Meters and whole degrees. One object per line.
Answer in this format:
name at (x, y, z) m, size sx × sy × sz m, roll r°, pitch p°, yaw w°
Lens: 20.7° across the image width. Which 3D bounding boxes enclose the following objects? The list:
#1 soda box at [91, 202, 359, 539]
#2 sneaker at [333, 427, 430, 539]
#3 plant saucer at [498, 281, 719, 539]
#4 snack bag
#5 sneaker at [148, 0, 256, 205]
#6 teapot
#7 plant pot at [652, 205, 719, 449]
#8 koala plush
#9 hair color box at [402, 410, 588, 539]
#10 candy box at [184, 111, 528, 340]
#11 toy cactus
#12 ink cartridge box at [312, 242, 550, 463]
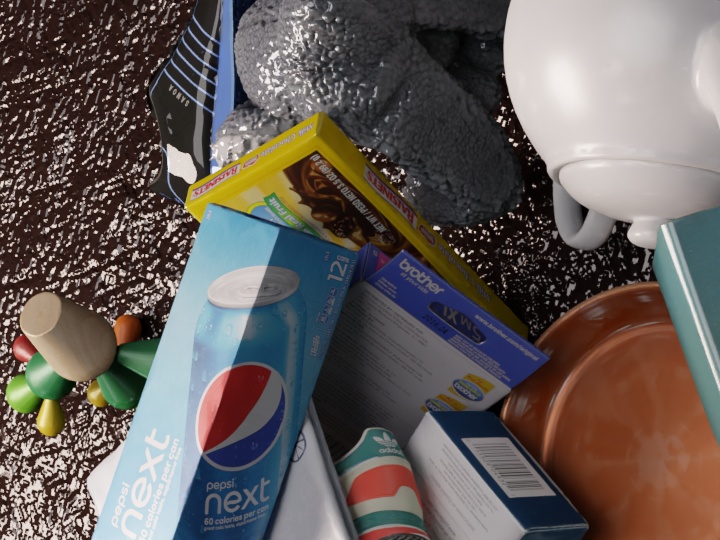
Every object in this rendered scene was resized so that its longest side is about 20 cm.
soda box at (-0.074, 0.070, 1.079) m, size 0.068 × 0.064 × 0.200 m, roll 20°, pitch 92°, yaw 47°
sneaker at (-0.035, 0.160, 1.142) m, size 0.200 × 0.070 × 0.094 m, roll -37°, pitch 48°, yaw 38°
plant saucer at (0.168, 0.107, 1.112) m, size 0.200 × 0.032 × 0.201 m, roll -6°, pitch 79°, yaw 33°
snack bag at (-0.088, 0.138, 1.136) m, size 0.200 × 0.021 × 0.189 m, roll -43°, pitch 51°, yaw 31°
sneaker at (-0.100, -0.140, 1.304) m, size 0.078 × 0.070 × 0.200 m, roll 4°, pitch 86°, yaw 29°
teapot at (0.161, -0.083, 1.048) m, size 0.197 × 0.200 × 0.146 m, roll 4°, pitch 81°, yaw 29°
plant pot at (0.242, 0.064, 0.985) m, size 0.141 × 0.141 × 0.200 m, roll -15°, pitch 80°, yaw 5°
koala plush at (-0.009, -0.134, 1.194) m, size 0.200 × 0.184 × 0.178 m, roll 5°, pitch 75°, yaw 54°
hair color box at (0.037, 0.187, 1.147) m, size 0.100 × 0.060 × 0.200 m, roll 50°, pitch 121°, yaw 35°
candy box at (0.000, 0.000, 1.155) m, size 0.102 × 0.200 × 0.026 m, roll -26°, pitch 34°, yaw 31°
toy cactus at (-0.155, 0.055, 1.266) m, size 0.200 × 0.165 × 0.102 m, roll 6°, pitch 67°, yaw 30°
ink cartridge box at (0.003, 0.061, 1.164) m, size 0.200 × 0.119 × 0.042 m, roll -38°, pitch 26°, yaw 36°
